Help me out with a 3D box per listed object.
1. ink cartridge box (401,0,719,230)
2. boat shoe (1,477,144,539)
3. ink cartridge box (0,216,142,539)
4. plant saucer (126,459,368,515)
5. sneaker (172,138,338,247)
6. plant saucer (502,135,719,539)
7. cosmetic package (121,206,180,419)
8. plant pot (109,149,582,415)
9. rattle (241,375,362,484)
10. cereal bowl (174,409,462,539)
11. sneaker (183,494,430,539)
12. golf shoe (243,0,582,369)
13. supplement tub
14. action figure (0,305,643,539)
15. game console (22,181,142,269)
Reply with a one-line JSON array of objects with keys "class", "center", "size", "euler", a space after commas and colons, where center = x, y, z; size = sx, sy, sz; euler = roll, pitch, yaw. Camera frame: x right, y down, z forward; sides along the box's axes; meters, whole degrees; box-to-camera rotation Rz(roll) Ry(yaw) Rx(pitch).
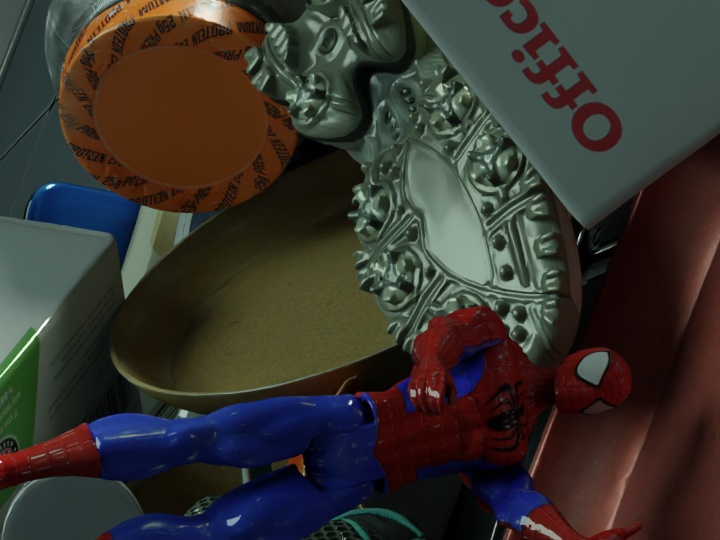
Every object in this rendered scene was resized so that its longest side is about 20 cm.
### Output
[{"class": "ink cartridge box", "center": [0.090, -0.128, 0.578], "size": [0.200, 0.145, 0.083], "euler": [-37, 13, 13]}, {"class": "boat shoe", "center": [-0.094, 0.168, 0.810], "size": [0.070, 0.071, 0.201], "euler": [165, 95, -81]}, {"class": "ink cartridge box", "center": [-0.148, 0.101, 0.906], "size": [0.146, 0.084, 0.201], "euler": [-57, -31, -50]}, {"class": "plant saucer", "center": [-0.038, 0.158, 0.822], "size": [0.200, 0.035, 0.201], "euler": [-10, 76, 45]}, {"class": "sneaker", "center": [-0.004, -0.064, 1.009], "size": [0.203, 0.077, 0.146], "euler": [-59, 11, -28]}, {"class": "plant saucer", "center": [0.121, 0.009, 0.630], "size": [0.200, 0.037, 0.200], "euler": [-69, 15, -5]}, {"class": "cosmetic package", "center": [-0.055, -0.016, 1.106], "size": [0.071, 0.105, 0.201], "euler": [133, 153, -58]}, {"class": "plant pot", "center": [0.000, 0.000, 0.868], "size": [0.199, 0.028, 0.200], "euler": [-20, 24, 9]}, {"class": "rattle", "center": [-0.048, 0.135, 0.717], "size": [0.130, 0.142, 0.201], "euler": [-16, 77, 63]}, {"class": "cereal bowl", "center": [-0.029, 0.077, 0.936], "size": [0.200, 0.083, 0.200], "euler": [-56, 19, 30]}, {"class": "sneaker", "center": [0.010, 0.104, 0.648], "size": [0.091, 0.199, 0.078], "euler": [-56, -35, -43]}, {"class": "golf shoe", "center": [0.040, -0.030, 0.765], "size": [0.078, 0.097, 0.200], "euler": [-47, 43, 21]}, {"class": "supplement tub", "center": [-0.066, -0.122, 0.962], "size": [0.123, 0.122, 0.200], "euler": [-55, 19, 36]}, {"class": "action figure", "center": [-0.002, 0.057, 0.612], "size": [0.099, 0.199, 0.066], "euler": [21, 124, 63]}, {"class": "game console", "center": [-0.141, 0.059, 1.186], "size": [0.171, 0.118, 0.201], "euler": [-171, 91, -75]}]
